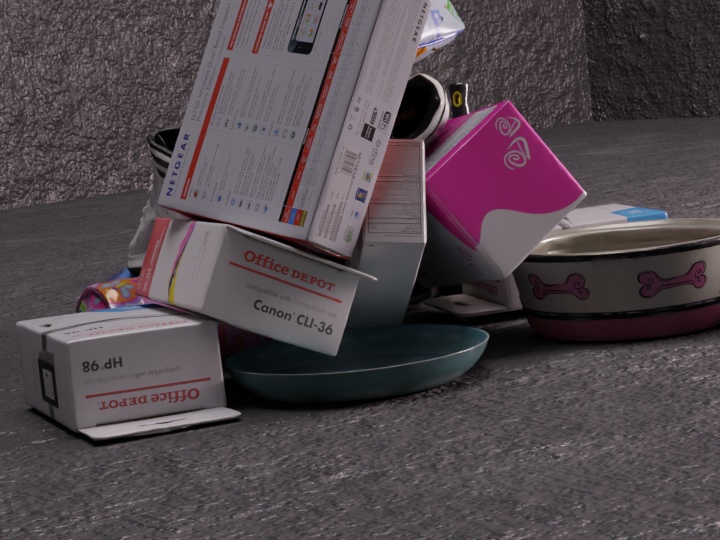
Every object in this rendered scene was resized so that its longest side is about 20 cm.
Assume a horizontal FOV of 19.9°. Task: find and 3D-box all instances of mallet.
[{"bbox_3d":[0.090,-0.073,1.928,0.065,0.202,0.041,-13,-7,25],"label":"mallet"}]

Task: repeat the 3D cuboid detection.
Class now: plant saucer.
[{"bbox_3d":[-0.002,0.070,1.531,0.198,0.028,0.200,-6,6,1],"label":"plant saucer"}]

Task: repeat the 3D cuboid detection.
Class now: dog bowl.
[{"bbox_3d":[0.217,0.007,1.662,0.198,0.075,0.200,-6,8,1],"label":"dog bowl"}]

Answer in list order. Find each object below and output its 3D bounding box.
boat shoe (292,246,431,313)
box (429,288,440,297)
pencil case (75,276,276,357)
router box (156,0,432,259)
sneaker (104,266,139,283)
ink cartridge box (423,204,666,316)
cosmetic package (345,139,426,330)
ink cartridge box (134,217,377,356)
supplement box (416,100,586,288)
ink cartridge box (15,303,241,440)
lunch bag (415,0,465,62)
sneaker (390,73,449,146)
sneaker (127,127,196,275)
[{"bbox_3d":[0.000,0.000,1.720,0.057,0.067,0.200,-25,-20,17],"label":"boat shoe"},{"bbox_3d":[0.002,-0.072,1.962,0.136,0.202,0.040,-4,7,22],"label":"box"},{"bbox_3d":[-0.130,0.039,1.681,0.198,0.088,0.087,-9,7,-30],"label":"pencil case"},{"bbox_3d":[-0.051,-0.123,1.506,0.049,0.202,0.179,21,-4,-43],"label":"router box"},{"bbox_3d":[-0.148,0.027,1.827,0.199,0.075,0.082,-13,12,-41],"label":"sneaker"},{"bbox_3d":[0.161,-0.011,1.819,0.198,0.067,0.116,-8,8,-17],"label":"ink cartridge box"},{"bbox_3d":[0.018,-0.023,1.561,0.050,0.083,0.200,3,-20,-3],"label":"cosmetic package"},{"bbox_3d":[-0.080,0.011,1.528,0.116,0.068,0.200,18,-4,-23],"label":"ink cartridge box"},{"bbox_3d":[0.083,-0.057,1.657,0.103,0.101,0.200,-43,10,-13],"label":"supplement box"},{"bbox_3d":[-0.171,0.070,1.501,0.115,0.067,0.200,-8,7,-22],"label":"ink cartridge box"},{"bbox_3d":[-0.021,-0.166,1.646,0.199,0.076,0.160,-29,0,35],"label":"lunch bag"},{"bbox_3d":[-0.014,-0.093,1.614,0.200,0.074,0.080,-40,-2,-7],"label":"sneaker"},{"bbox_3d":[-0.151,-0.060,1.730,0.075,0.117,0.200,-9,-1,-24],"label":"sneaker"}]
